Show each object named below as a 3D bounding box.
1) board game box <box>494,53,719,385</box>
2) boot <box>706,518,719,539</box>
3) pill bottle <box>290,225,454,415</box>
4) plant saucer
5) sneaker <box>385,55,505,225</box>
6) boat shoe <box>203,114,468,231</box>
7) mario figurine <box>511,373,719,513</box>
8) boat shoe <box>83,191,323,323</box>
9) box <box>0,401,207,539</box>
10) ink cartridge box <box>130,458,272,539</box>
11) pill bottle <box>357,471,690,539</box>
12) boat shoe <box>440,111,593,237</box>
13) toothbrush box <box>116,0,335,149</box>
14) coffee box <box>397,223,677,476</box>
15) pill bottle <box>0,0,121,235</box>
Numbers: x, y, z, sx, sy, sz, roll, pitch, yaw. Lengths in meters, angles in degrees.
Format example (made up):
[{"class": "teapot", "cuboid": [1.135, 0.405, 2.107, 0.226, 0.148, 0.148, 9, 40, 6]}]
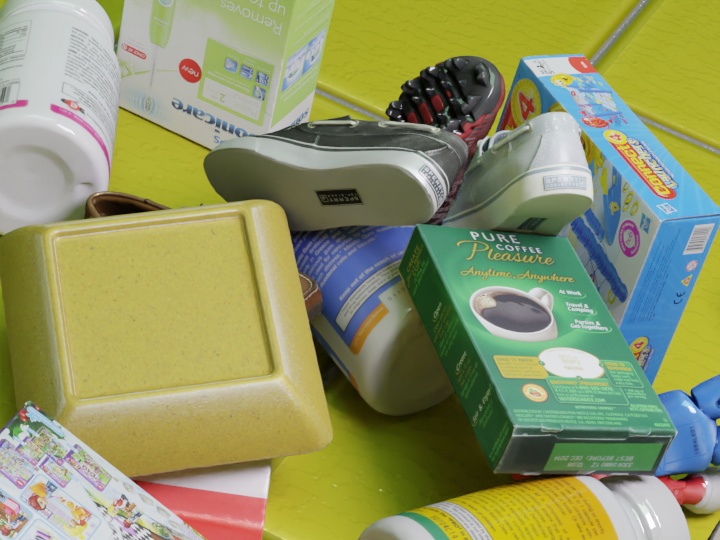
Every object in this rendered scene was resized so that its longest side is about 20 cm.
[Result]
[{"class": "board game box", "cuboid": [0.155, -0.018, 1.596, 0.056, 0.201, 0.196, -6, 40, -29]}, {"class": "boot", "cuboid": [0.268, 0.245, 1.401, 0.150, 0.073, 0.200, 20, 41, 9]}, {"class": "pill bottle", "cuboid": [0.000, 0.000, 1.595, 0.112, 0.112, 0.200, -12, 45, -31]}, {"class": "plant saucer", "cuboid": [-0.130, 0.033, 1.456, 0.199, 0.049, 0.201, -7, 56, -9]}, {"class": "sneaker", "cuboid": [0.058, -0.089, 1.677, 0.098, 0.200, 0.071, 7, 51, -34]}, {"class": "boat shoe", "cuboid": [-0.017, -0.070, 1.537, 0.199, 0.071, 0.064, 6, 42, 34]}, {"class": "mario figurine", "cuboid": [0.196, 0.106, 1.526, 0.199, 0.106, 0.124, -16, 69, -3]}, {"class": "boat shoe", "cuboid": [-0.120, -0.006, 1.556, 0.199, 0.074, 0.076, 15, 36, 29]}, {"class": "box", "cuboid": [-0.158, 0.184, 1.315, 0.200, 0.039, 0.137, 38, 38, -1]}, {"class": "ink cartridge box", "cuboid": [-0.136, 0.119, 1.451, 0.160, 0.050, 0.200, 9, 35, -8]}, {"class": "pill bottle", "cuboid": [0.103, 0.187, 1.388, 0.199, 0.113, 0.113, -11, 44, -31]}, {"class": "boat shoe", "cuboid": [0.107, -0.060, 1.524, 0.070, 0.201, 0.072, 3, 78, -17]}, {"class": "toothbrush box", "cuboid": [-0.104, -0.202, 1.749, 0.145, 0.201, 0.086, 26, 39, 14]}, {"class": "coffee box", "cuboid": [0.111, 0.050, 1.445, 0.122, 0.044, 0.200, 3, 38, -26]}, {"class": "pill bottle", "cuboid": [-0.238, -0.124, 1.674, 0.113, 0.114, 0.200, 9, 37, -8]}]
